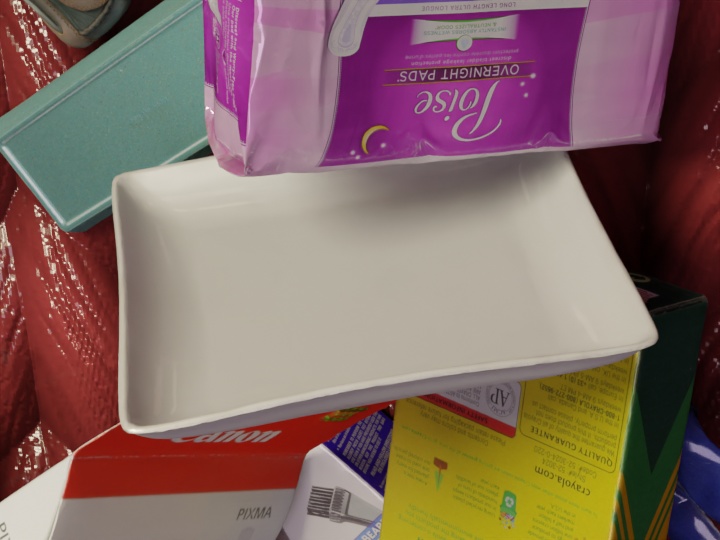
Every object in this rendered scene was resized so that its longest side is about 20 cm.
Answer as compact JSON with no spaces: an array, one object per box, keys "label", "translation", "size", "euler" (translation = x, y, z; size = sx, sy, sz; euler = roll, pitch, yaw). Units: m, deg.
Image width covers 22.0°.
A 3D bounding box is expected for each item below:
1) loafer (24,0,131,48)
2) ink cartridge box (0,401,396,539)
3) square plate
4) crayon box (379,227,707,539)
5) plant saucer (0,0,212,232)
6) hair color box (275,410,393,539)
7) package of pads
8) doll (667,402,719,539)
[{"label":"loafer","translation":[-0.186,-0.174,0.826],"size":[0.199,0.072,0.063],"euler":[37,126,-6]},{"label":"ink cartridge box","translation":[-0.086,0.115,0.816],"size":[0.199,0.161,0.051],"euler":[-31,69,30]},{"label":"square plate","translation":[0.000,0.000,0.742],"size":[0.196,0.201,0.029],"euler":[-9,121,-4]},{"label":"crayon box","translation":[0.071,0.091,0.805],"size":[0.126,0.051,0.202],"euler":[22,112,39]},{"label":"plant saucer","translation":[-0.095,-0.077,0.850],"size":[0.199,0.019,0.070],"euler":[-27,106,40]},{"label":"hair color box","translation":[-0.021,0.122,0.925],"size":[0.200,0.065,0.109],"euler":[42,120,-5]},{"label":"package of pads","translation":[0.035,-0.106,0.741],"size":[0.198,0.076,0.122],"euler":[-6,117,-22]},{"label":"doll","translation":[0.119,0.068,0.845],"size":[0.200,0.048,0.137],"euler":[49,152,5]}]
